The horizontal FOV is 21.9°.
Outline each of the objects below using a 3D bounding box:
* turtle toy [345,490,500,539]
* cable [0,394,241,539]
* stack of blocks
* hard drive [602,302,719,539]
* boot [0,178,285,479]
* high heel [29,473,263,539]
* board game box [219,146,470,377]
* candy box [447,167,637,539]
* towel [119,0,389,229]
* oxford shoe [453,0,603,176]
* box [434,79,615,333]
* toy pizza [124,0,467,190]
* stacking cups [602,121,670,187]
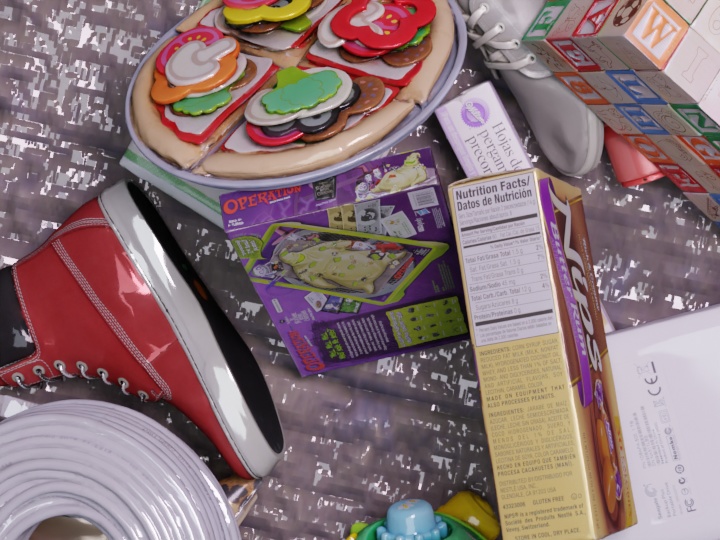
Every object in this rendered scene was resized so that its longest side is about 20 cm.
[{"bbox_3d":[0.041,0.219,1.100,0.146,0.101,0.200,-44,51,7],"label":"turtle toy"},{"bbox_3d":[-0.167,0.177,1.091,0.198,0.069,0.202,3,89,11],"label":"cable"},{"bbox_3d":[0.199,-0.090,1.045,0.200,0.115,0.059,39,79,-22],"label":"stack of blocks"},{"bbox_3d":[0.219,0.085,1.084,0.198,0.025,0.133,-15,93,17],"label":"hard drive"},{"bbox_3d":[-0.146,0.066,1.141,0.144,0.072,0.201,-35,83,7],"label":"boot"},{"bbox_3d":[-0.169,0.150,1.152,0.200,0.071,0.143,-40,95,12],"label":"high heel"},{"bbox_3d":[0.000,0.000,1.070,0.119,0.200,0.033,-16,62,3],"label":"board game box"},{"bbox_3d":[0.103,0.050,1.040,0.056,0.117,0.202,-10,83,19],"label":"candy box"},{"bbox_3d":[-0.040,-0.115,1.139,0.152,0.023,0.201,30,97,0],"label":"towel"},{"bbox_3d":[0.086,-0.144,1.091,0.058,0.075,0.201,-30,107,-28],"label":"oxford shoe"},{"bbox_3d":[0.106,-0.018,1.133,0.038,0.041,0.201,-27,93,7],"label":"box"},{"bbox_3d":[-0.039,-0.120,1.043,0.198,0.201,0.032,-13,131,5],"label":"toy pizza"},{"bbox_3d":[0.146,-0.151,1.109,0.060,0.061,0.201,-22,98,5],"label":"stacking cups"}]
